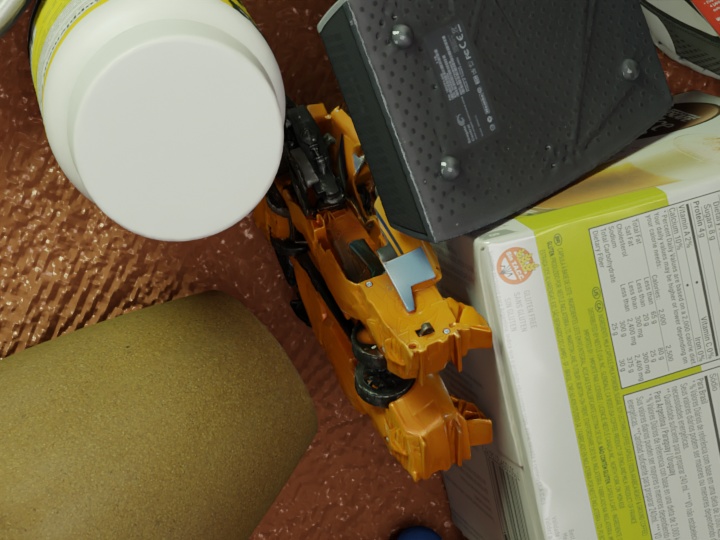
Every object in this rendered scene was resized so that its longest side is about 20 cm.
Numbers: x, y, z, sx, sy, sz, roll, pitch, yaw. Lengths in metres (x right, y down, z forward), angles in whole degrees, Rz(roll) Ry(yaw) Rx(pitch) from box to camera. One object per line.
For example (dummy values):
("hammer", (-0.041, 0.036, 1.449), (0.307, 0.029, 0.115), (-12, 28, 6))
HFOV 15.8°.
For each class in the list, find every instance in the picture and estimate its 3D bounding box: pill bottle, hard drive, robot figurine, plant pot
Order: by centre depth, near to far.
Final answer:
("pill bottle", (-0.097, -0.087, 1.239), (0.114, 0.200, 0.115), (-3, 109, -10))
("hard drive", (0.065, -0.101, 1.254), (0.200, 0.042, 0.136), (-30, 103, -43))
("robot figurine", (0.000, 0.000, 1.288), (0.058, 0.200, 0.145), (-19, 140, -15))
("plant pot", (-0.127, 0.102, 1.303), (0.200, 0.186, 0.187), (-37, 109, -20))

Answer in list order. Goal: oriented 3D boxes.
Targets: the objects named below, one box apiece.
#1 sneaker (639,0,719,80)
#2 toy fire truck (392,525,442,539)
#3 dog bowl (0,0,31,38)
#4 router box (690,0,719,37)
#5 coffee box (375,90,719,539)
("sneaker", (0.165, -0.164, 1.351), (0.200, 0.090, 0.067), (43, 84, -18))
("toy fire truck", (0.049, 0.232, 1.410), (0.199, 0.112, 0.169), (20, 70, -16))
("dog bowl", (-0.239, -0.183, 1.262), (0.199, 0.059, 0.201), (-3, 102, -15))
("router box", (0.204, -0.216, 1.313), (0.180, 0.049, 0.200), (48, 47, -18))
("coffee box", (0.143, 0.036, 1.332), (0.197, 0.200, 0.201), (-16, 105, -11))
